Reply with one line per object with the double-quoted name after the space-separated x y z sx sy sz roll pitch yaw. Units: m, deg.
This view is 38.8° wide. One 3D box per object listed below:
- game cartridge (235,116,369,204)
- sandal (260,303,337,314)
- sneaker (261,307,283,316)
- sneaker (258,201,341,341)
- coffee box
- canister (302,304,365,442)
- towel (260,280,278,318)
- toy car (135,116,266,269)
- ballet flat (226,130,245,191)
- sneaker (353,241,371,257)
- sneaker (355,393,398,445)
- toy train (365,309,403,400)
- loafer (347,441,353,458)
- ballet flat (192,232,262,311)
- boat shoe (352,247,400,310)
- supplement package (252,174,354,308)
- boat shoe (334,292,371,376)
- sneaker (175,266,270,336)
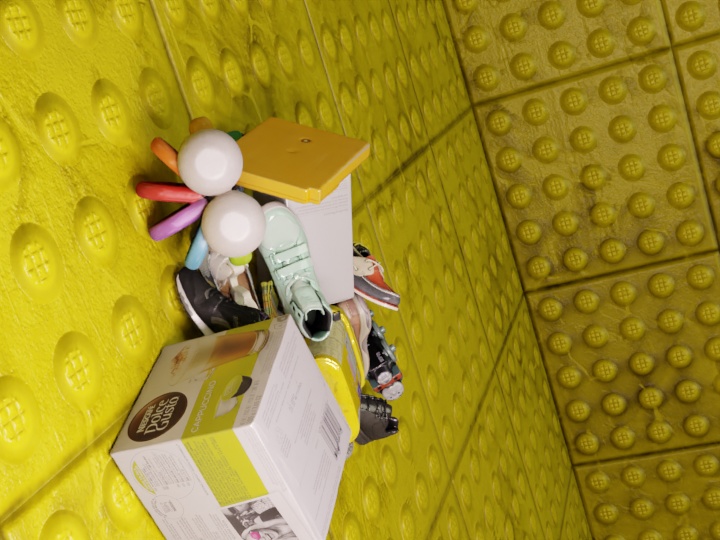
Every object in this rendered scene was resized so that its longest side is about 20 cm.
-0.102 -0.162 1.505 0.200 0.175 0.033 -50 151 -53 "game cartridge"
-0.108 0.069 1.661 0.199 0.054 0.082 -29 91 -52 "sandal"
-0.145 0.152 1.507 0.085 0.077 0.202 11 59 -57 "sneaker"
-0.085 0.004 1.446 0.118 0.073 0.202 40 -29 59 "sneaker"
-0.150 0.210 1.251 0.200 0.196 0.201 -73 143 -54 "coffee box"
-0.048 0.156 1.522 0.200 0.086 0.150 -87 161 -72 "canister"
-0.114 0.121 1.451 0.086 0.018 0.202 75 5 -66 "towel"
-0.215 -0.091 1.346 0.175 0.149 0.202 -146 -144 -78 "toy car"
-0.195 -0.131 1.536 0.201 0.073 0.075 -77 147 -47 "ballet flat"
-0.020 -0.027 1.757 0.074 0.084 0.201 22 38 -46 "sneaker"
0.005 0.244 1.807 0.200 0.090 0.077 46 38 -52 "sneaker"
0.021 0.148 1.852 0.114 0.085 0.200 58 0 -41 "toy train"
-0.076 0.220 1.658 0.075 0.069 0.202 5 60 -43 "loafer"
-0.174 0.027 1.437 0.069 0.071 0.202 -22 91 -25 "ballet flat"
0.000 0.000 1.642 0.071 0.063 0.200 28 6 -47 "boat shoe"
-0.088 -0.055 1.569 0.116 0.117 0.202 -14 112 -30 "supplement package"
-0.029 0.119 1.689 0.076 0.071 0.202 -125 -154 -43 "boat shoe"
-0.168 0.067 1.383 0.201 0.087 0.076 56 8 7 "sneaker"
